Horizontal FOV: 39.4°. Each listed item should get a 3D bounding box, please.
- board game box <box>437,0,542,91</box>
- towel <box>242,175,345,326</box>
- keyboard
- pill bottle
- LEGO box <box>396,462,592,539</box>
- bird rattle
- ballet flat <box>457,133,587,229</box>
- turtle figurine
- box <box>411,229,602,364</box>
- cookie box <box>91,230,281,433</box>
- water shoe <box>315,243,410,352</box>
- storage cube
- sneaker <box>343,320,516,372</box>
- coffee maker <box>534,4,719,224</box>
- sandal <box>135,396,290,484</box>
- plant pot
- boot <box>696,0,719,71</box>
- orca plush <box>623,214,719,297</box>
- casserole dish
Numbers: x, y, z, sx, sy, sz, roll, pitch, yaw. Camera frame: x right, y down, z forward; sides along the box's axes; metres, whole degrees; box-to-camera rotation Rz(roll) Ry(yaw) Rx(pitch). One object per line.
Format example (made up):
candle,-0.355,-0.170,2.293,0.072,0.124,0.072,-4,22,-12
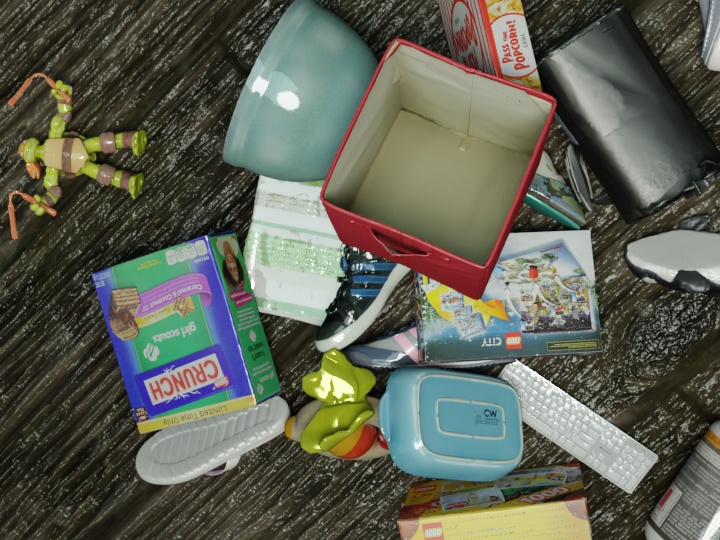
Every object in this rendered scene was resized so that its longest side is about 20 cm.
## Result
board game box,0.129,-0.270,1.073,0.046,0.151,0.200,-14,91,-8
towel,-0.059,-0.040,1.189,0.149,0.031,0.200,13,94,6
keyboard,0.243,0.178,1.160,0.200,0.011,0.056,34,99,6
pill bottle,0.381,0.272,1.090,0.116,0.116,0.200,33,98,6
LEGO box,0.152,0.278,1.112,0.200,0.149,0.077,-9,92,9
bird rattle,0.006,0.171,1.145,0.163,0.200,0.113,-30,53,42
ballet flat,0.171,-0.115,1.124,0.200,0.074,0.074,26,98,5
turtle figurine,-0.343,-0.128,1.208,0.161,0.064,0.200,8,87,1
box,0.159,0.029,1.106,0.200,0.038,0.137,-2,82,-9
cookie box,-0.202,0.073,1.177,0.171,0.075,0.200,-17,91,23
water shoe,0.000,0.000,1.135,0.079,0.071,0.200,44,75,-19
storage cube,0.077,-0.091,1.002,0.171,0.180,0.200,23,82,9
sneaker,0.076,0.075,1.158,0.200,0.070,0.082,-3,81,4
coffee maker,0.280,-0.165,1.039,0.135,0.192,0.200,-35,90,-19
sandal,-0.173,0.213,1.209,0.202,0.083,0.050,-20,134,9
plant pot,-0.044,-0.177,1.092,0.134,0.200,0.201,27,98,1
boot,0.372,-0.318,1.080,0.090,0.073,0.200,15,88,15
orca plush,0.396,-0.006,1.108,0.200,0.071,0.105,-14,47,6
casserole dish,0.110,0.164,1.095,0.039,0.200,0.121,-25,60,50
